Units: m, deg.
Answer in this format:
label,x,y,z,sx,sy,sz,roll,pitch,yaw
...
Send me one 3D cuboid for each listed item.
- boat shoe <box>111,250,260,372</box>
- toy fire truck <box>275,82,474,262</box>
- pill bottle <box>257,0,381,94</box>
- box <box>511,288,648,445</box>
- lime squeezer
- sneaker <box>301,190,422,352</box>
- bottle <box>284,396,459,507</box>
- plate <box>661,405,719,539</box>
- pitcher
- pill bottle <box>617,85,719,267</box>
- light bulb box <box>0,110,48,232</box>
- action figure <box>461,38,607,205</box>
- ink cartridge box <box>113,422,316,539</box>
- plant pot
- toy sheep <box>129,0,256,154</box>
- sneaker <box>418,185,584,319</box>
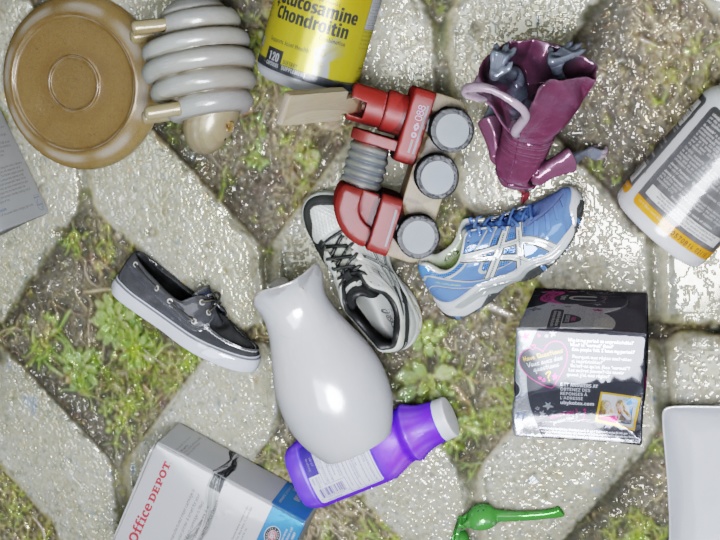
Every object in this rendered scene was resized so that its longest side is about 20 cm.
label,x,y,z,sx,sy,sz,roll,pitch,yaw
boat shoe,-0.193,0.043,1.518,0.199,0.070,0.067,32,108,13
toy fire truck,0.003,-0.116,1.372,0.198,0.129,0.178,17,99,-6
pill bottle,-0.033,-0.290,1.386,0.111,0.112,0.202,19,105,9
box,0.228,0.091,1.352,0.131,0.200,0.116,3,100,13
lime squeezer,0.132,0.307,1.511,0.200,0.038,0.071,-39,122,17
sneaker,0.000,0.000,1.449,0.075,0.088,0.201,-35,90,19
bottle,0.014,0.201,1.496,0.198,0.065,0.084,-25,91,16
plate,0.430,0.237,1.421,0.198,0.032,0.202,-3,99,14
pitcher,-0.046,0.099,1.440,0.120,0.172,0.202,-25,94,-5
pill bottle,0.361,-0.112,1.323,0.116,0.116,0.200,40,108,3
light bulb box,-0.506,-0.111,1.528,0.197,0.125,0.202,-23,96,17
action figure,0.176,-0.136,1.348,0.133,0.149,0.201,22,138,17
ink cartridge box,-0.169,0.294,1.548,0.199,0.084,0.146,27,105,6
plant pot,-0.326,-0.215,1.515,0.198,0.027,0.203,3,102,13
toy sheep,-0.178,-0.226,1.425,0.136,0.138,0.202,-7,94,15
sneaker,0.150,-0.027,1.404,0.199,0.076,0.077,-37,116,15
